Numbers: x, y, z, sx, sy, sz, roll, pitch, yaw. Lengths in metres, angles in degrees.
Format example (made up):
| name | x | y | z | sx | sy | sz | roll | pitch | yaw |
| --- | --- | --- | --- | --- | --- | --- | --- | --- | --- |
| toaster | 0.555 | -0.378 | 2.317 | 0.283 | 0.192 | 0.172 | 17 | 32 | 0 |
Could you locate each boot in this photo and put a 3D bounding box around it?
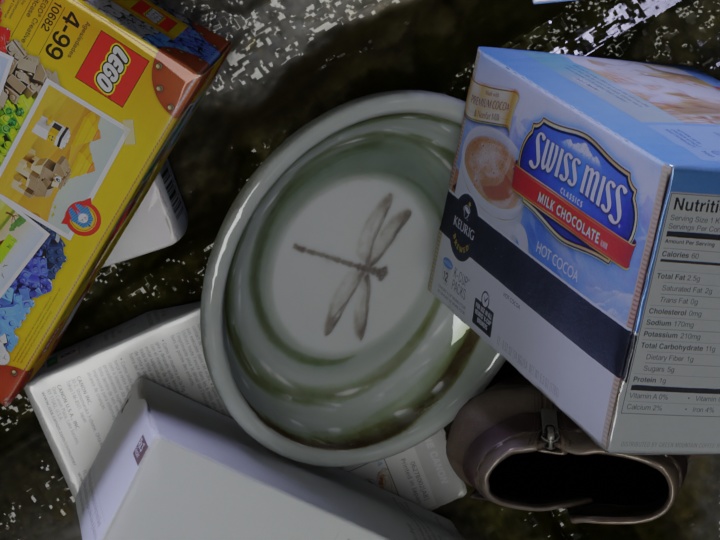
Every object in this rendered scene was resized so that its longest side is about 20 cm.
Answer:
| name | x | y | z | sx | sy | sz | roll | pitch | yaw |
| --- | --- | --- | --- | --- | --- | --- | --- | --- | --- |
| boot | 0.142 | 0.086 | 0.978 | 0.198 | 0.146 | 0.071 | -5 | 103 | 3 |

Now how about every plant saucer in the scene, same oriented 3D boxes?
| name | x | y | z | sx | sy | sz | roll | pitch | yaw |
| --- | --- | --- | --- | --- | --- | --- | --- | --- | --- |
| plant saucer | 0.000 | 0.000 | 0.989 | 0.199 | 0.050 | 0.202 | -14 | 118 | -28 |

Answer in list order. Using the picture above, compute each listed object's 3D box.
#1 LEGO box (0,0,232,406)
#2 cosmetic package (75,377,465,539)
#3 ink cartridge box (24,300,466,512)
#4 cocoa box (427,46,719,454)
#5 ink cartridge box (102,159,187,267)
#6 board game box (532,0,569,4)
| name | x | y | z | sx | sy | sz | roll | pitch | yaw |
| --- | --- | --- | --- | --- | --- | --- | --- | --- | --- |
| LEGO box | -0.179 | -0.061 | 0.950 | 0.148 | 0.077 | 0.201 | 32 | 111 | -3 |
| cosmetic package | -0.041 | 0.140 | 0.997 | 0.199 | 0.113 | 0.082 | 25 | 96 | -13 |
| ink cartridge box | -0.063 | 0.088 | 1.063 | 0.199 | 0.050 | 0.162 | -24 | 105 | -7 |
| cocoa box | 0.137 | -0.015 | 0.905 | 0.132 | 0.200 | 0.132 | 2 | 109 | -23 |
| ink cartridge box | -0.208 | -0.065 | 1.015 | 0.199 | 0.057 | 0.164 | -18 | 106 | 5 |
| board game box | 0.176 | -0.214 | 0.939 | 0.198 | 0.037 | 0.152 | -5 | 107 | 7 |
